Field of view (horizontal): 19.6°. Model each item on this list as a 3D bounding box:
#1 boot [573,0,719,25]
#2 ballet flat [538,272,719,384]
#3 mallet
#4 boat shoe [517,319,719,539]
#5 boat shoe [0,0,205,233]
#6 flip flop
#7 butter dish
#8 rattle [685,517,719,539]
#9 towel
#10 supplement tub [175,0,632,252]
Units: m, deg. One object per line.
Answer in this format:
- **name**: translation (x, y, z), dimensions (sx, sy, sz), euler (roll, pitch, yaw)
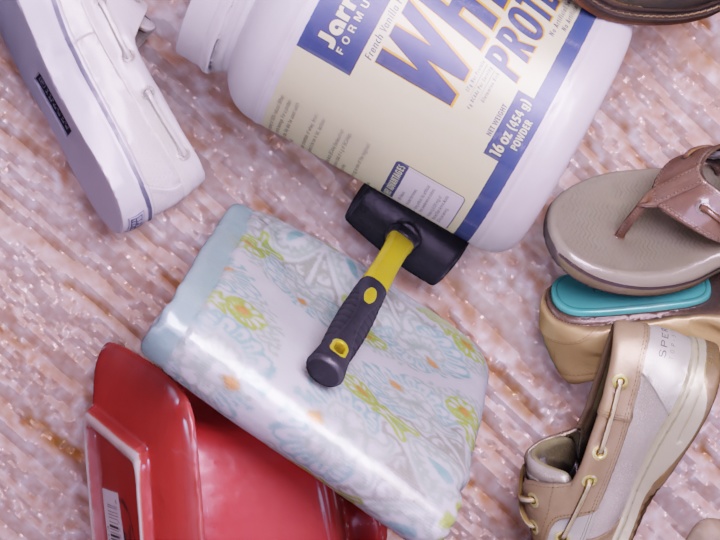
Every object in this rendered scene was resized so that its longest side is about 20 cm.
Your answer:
- **boot**: translation (0.124, -0.176, 0.977), dimensions (0.199, 0.097, 0.075), euler (12, 58, -32)
- **ballet flat**: translation (0.195, 0.024, 1.110), dimensions (0.198, 0.069, 0.063), euler (-5, 124, 6)
- **mallet**: translation (0.000, 0.000, 1.046), dimensions (0.066, 0.200, 0.041), euler (41, 117, 3)
- **boat shoe**: translation (0.117, 0.110, 1.095), dimensions (0.066, 0.074, 0.201), euler (24, 112, -5)
- **boat shoe**: translation (-0.144, -0.123, 1.108), dimensions (0.069, 0.071, 0.201), euler (-28, 90, -22)
- **flip flop**: translation (0.192, -0.036, 1.080), dimensions (0.198, 0.082, 0.058), euler (-5, 140, 0)
- **butter dish**: translation (-0.057, 0.139, 1.085), dimensions (0.146, 0.199, 0.202), euler (-7, 98, -19)
- **rattle**: translation (0.200, 0.236, 1.085), dimensions (0.142, 0.130, 0.202), euler (6, 108, -35)
- **towel**: translation (-0.015, 0.044, 1.049), dimensions (0.170, 0.200, 0.048), euler (33, 110, -2)
- **supplement tub**: translation (0.022, -0.115, 1.053), dimensions (0.199, 0.145, 0.146), euler (29, 97, -1)
